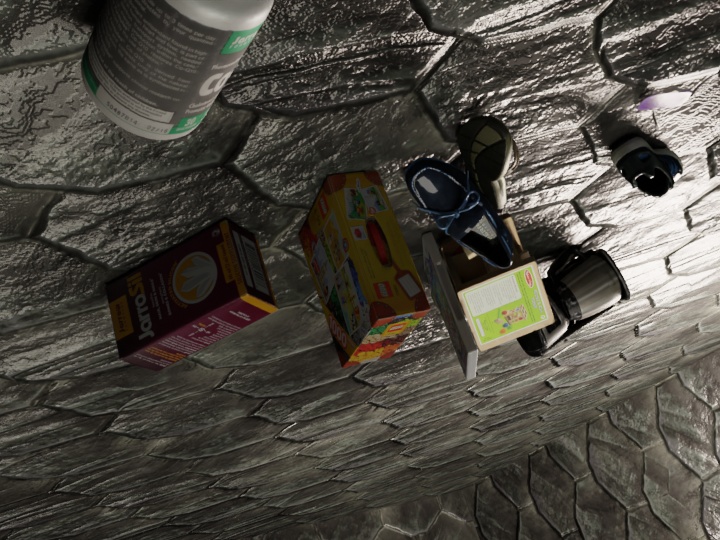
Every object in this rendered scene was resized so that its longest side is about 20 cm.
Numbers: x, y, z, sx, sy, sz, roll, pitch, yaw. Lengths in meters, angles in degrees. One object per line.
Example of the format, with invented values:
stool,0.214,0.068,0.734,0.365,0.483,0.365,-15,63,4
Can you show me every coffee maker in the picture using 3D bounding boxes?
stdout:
coffee maker,0.372,0.069,1.629,0.198,0.135,0.193,-30,154,-9

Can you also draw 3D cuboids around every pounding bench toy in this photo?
pounding bench toy,0.194,-0.016,1.349,0.123,0.157,0.201,-22,125,6

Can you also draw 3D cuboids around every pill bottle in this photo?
pill bottle,-0.136,-0.205,0.686,0.112,0.114,0.200,-2,151,-37

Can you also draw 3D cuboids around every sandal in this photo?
sandal,0.170,-0.147,1.135,0.057,0.080,0.201,-41,162,-7

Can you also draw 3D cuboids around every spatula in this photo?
spatula,0.472,-0.255,1.190,0.198,0.021,0.057,-23,170,-1

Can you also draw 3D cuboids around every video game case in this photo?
video game case,0.138,0.057,1.371,0.018,0.202,0.144,-18,157,-2

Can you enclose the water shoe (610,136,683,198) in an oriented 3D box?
water shoe,0.442,-0.141,1.342,0.071,0.080,0.198,-36,153,34

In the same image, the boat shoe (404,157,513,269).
boat shoe,0.142,-0.076,1.163,0.199,0.069,0.084,32,114,-27

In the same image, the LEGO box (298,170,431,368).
LEGO box,0.000,0.000,1.134,0.076,0.202,0.149,-9,154,-25

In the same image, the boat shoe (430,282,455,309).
boat shoe,0.198,0.041,1.560,0.065,0.073,0.199,-41,153,31

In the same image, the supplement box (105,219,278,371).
supplement box,-0.221,0.035,1.145,0.198,0.112,0.086,-27,156,15
